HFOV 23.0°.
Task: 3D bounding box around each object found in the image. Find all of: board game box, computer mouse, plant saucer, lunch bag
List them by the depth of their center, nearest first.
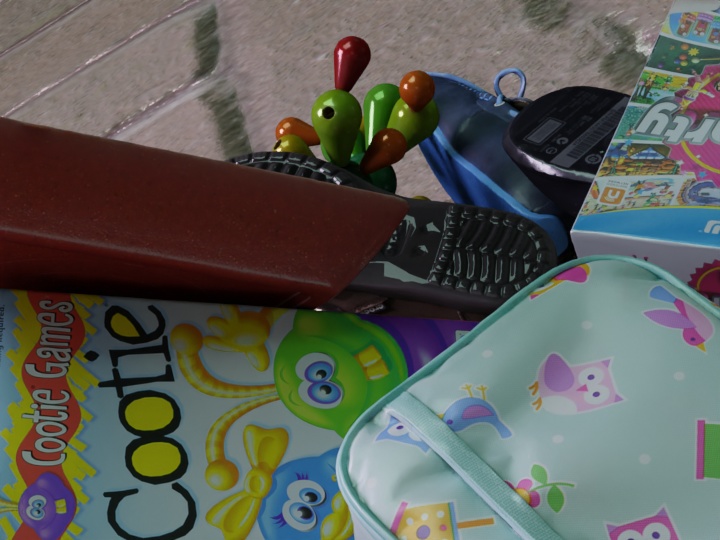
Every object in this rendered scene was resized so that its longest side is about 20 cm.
[{"bbox_3d":[0.095,0.096,0.587,0.160,0.077,0.200,-33,52,-21],"label":"lunch bag"},{"bbox_3d":[-0.050,0.079,0.698,0.105,0.199,0.104,116,155,-62],"label":"board game box"},{"bbox_3d":[-0.111,0.003,0.704,0.200,0.199,0.037,-31,53,57],"label":"plant saucer"},{"bbox_3d":[0.198,-0.062,0.781,0.147,0.064,0.201,8,54,28],"label":"board game box"},{"bbox_3d":[0.140,-0.020,0.855,0.199,0.046,0.140,19,50,34],"label":"computer mouse"}]

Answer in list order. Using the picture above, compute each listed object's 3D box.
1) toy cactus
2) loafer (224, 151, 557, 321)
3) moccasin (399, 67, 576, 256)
[{"bbox_3d":[-0.010,-0.031,0.981,0.200,0.102,0.166,93,-173,-75],"label":"toy cactus"},{"bbox_3d":[0.000,0.000,0.880,0.199,0.071,0.073,17,57,20],"label":"loafer"},{"bbox_3d":[0.086,-0.062,1.008,0.068,0.081,0.200,-30,38,-7],"label":"moccasin"}]
